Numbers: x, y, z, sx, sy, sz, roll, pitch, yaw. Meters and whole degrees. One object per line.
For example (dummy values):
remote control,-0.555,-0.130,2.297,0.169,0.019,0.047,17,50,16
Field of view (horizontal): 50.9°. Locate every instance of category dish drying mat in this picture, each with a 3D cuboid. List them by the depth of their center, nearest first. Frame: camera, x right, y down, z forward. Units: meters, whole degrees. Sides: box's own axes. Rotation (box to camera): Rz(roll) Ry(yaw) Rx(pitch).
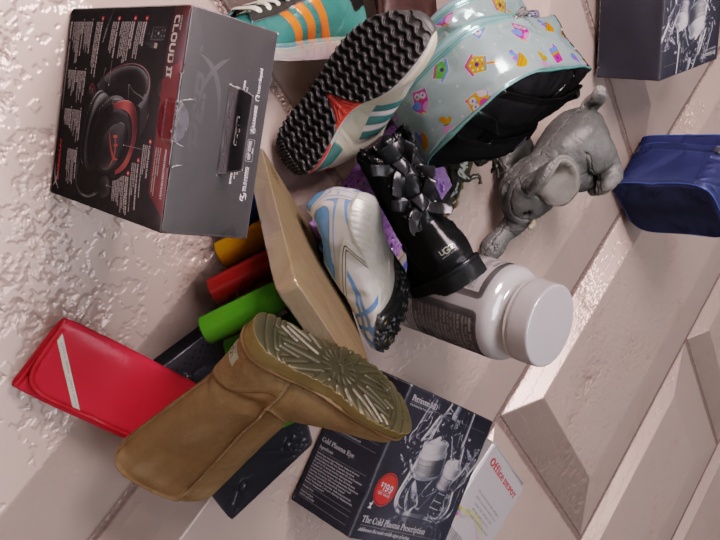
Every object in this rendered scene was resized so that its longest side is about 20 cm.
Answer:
dish drying mat,-0.195,0.116,0.670,0.200,0.018,0.077,37,92,-32

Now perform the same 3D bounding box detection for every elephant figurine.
elephant figurine,0.243,-0.125,1.014,0.199,0.141,0.156,-25,92,-20

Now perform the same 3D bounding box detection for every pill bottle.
pill bottle,0.141,0.039,0.898,0.113,0.199,0.114,-17,115,-41

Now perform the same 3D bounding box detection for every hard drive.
hard drive,-0.131,0.139,0.768,0.135,0.042,0.201,-39,126,-30

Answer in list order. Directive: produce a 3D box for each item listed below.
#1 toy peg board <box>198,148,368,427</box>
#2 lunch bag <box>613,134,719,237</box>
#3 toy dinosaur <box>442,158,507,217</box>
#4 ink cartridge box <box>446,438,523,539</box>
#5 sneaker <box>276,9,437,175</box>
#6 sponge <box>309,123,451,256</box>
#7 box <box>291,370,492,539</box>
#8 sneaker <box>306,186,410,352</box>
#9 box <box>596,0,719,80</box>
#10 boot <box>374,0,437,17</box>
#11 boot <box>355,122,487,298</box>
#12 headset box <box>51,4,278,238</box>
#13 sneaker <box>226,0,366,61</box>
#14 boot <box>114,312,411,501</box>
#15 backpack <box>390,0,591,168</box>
toy peg board,-0.077,0.029,0.714,0.097,0.200,0.200,-25,132,4
lunch bag,0.540,-0.149,1.246,0.136,0.199,0.133,48,66,-37
toy dinosaur,0.142,-0.160,0.951,0.088,0.047,0.201,-1,100,-38
ink cartridge box,0.132,0.341,1.071,0.200,0.084,0.145,-51,133,-19
sneaker,0.005,-0.171,0.738,0.200,0.070,0.093,-44,167,28
sponge,0.029,-0.076,0.850,0.200,0.030,0.112,-53,132,-31
box,0.045,0.232,0.933,0.200,0.104,0.183,30,80,-46
sneaker,0.000,0.000,0.766,0.072,0.072,0.201,-48,137,-34
box,0.453,-0.395,1.135,0.199,0.104,0.183,-25,121,-37
boot,0.022,-0.329,0.739,0.199,0.072,0.167,-10,100,-51
boot,0.053,-0.056,0.781,0.073,0.198,0.163,-32,91,-5
headset box,-0.146,-0.111,0.559,0.075,0.199,0.150,2,101,-45
sneaker,-0.068,-0.234,0.697,0.200,0.071,0.080,-23,117,-48
boot,-0.082,0.136,0.641,0.175,0.066,0.200,35,119,-20
backpack,0.122,-0.196,0.797,0.154,0.176,0.200,54,41,3
